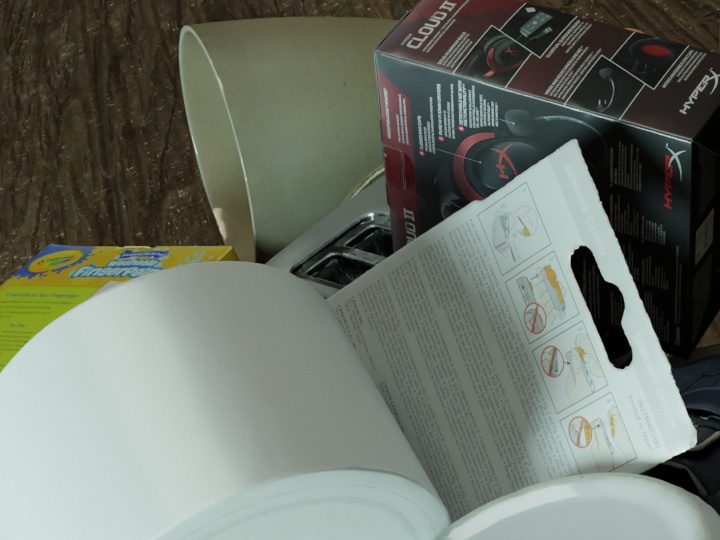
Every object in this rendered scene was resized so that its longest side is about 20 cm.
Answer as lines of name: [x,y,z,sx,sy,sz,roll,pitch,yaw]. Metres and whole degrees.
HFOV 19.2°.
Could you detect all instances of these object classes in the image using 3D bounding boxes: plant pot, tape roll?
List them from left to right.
tape roll: [-0.073,0.114,1.024,0.202,0.203,0.139,-27,53,-6]
plant pot: [-0.011,-0.109,1.543,0.199,0.188,0.187,-16,22,-13]

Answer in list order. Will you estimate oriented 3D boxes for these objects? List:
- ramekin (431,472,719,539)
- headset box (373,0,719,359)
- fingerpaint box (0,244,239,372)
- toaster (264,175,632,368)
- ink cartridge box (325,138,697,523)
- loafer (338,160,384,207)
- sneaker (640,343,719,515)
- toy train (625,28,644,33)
ramekin: [0.094,0.173,0.943,0.202,0.094,0.202,-20,24,9]
headset box: [0.096,-0.056,1.112,0.200,0.149,0.075,18,47,26]
fingerpaint box: [-0.190,0.057,1.468,0.200,0.073,0.167,0,35,42]
toaster: [0.060,0.015,1.267,0.181,0.119,0.200,-35,26,-24]
ink cartridge box: [0.079,0.048,1.060,0.050,0.161,0.200,-5,-21,-47]
loafer: [0.000,0.000,1.370,0.200,0.076,0.067,-50,11,-7]
sneaker: [0.219,0.073,1.035,0.202,0.077,0.146,-22,11,29]
toy train: [0.165,-0.095,1.385,0.150,0.056,0.200,-11,42,-17]
